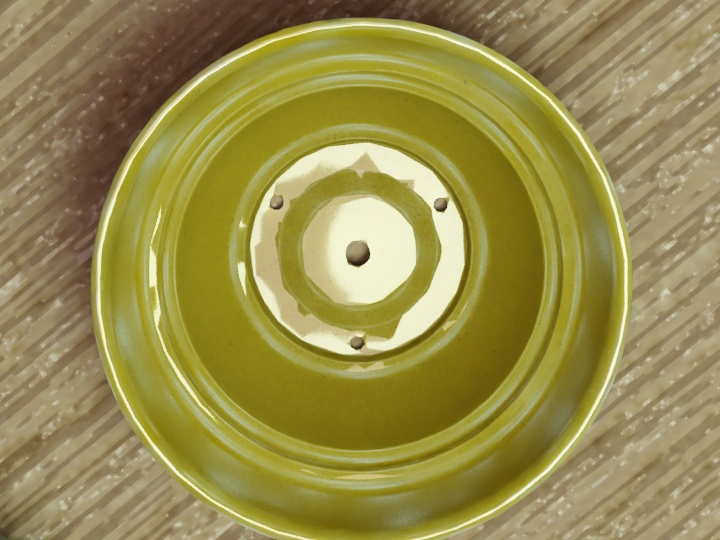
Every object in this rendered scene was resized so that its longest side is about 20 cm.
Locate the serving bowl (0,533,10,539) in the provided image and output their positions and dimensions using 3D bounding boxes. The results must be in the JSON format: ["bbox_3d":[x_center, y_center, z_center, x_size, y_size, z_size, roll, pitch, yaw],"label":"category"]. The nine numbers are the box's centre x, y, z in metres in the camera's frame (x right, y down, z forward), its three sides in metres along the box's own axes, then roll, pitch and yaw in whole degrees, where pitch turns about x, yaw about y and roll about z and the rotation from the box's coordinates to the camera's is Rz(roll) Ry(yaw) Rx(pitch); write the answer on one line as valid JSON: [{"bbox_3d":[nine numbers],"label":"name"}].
[{"bbox_3d":[-0.192,0.181,1.026,0.200,0.066,0.201,0,101,-1],"label":"serving bowl"}]

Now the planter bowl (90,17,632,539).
[{"bbox_3d":[0.000,0.000,0.985,0.200,0.083,0.201,0,101,-1],"label":"planter bowl"}]
